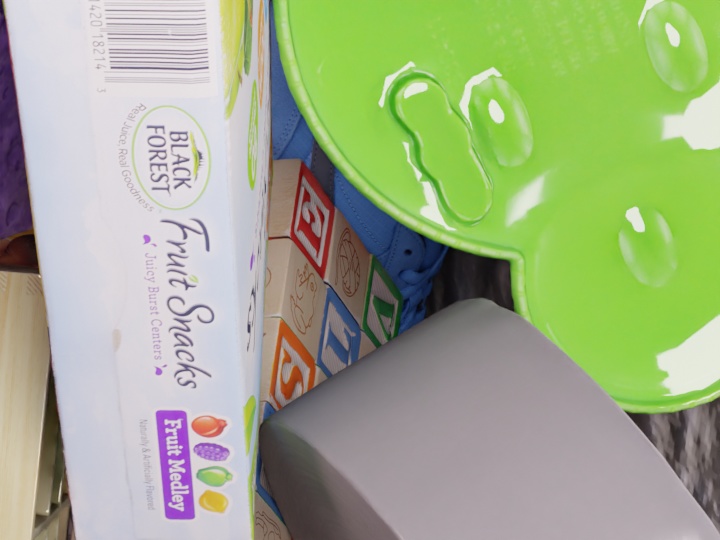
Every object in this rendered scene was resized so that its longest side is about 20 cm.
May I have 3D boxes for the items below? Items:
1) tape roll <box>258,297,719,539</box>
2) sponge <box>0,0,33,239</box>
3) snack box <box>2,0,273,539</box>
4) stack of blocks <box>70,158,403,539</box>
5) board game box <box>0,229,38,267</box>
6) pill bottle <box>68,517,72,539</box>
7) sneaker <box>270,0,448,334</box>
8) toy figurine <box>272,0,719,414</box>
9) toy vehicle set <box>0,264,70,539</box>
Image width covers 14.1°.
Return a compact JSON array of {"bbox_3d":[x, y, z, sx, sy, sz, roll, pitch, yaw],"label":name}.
[{"bbox_3d":[0.054,0.107,0.777,0.200,0.066,0.200,53,166,19],"label":"tape roll"},{"bbox_3d":[-0.092,-0.065,0.801,0.030,0.200,0.112,26,115,24],"label":"sponge"},{"bbox_3d":[-0.050,-0.049,0.722,0.142,0.053,0.200,-87,-3,-45],"label":"snack box"},{"bbox_3d":[-0.034,0.081,0.890,0.115,0.059,0.200,54,-144,-52],"label":"stack of blocks"},{"bbox_3d":[-0.126,0.009,1.065,0.134,0.200,0.045,-55,-16,-52],"label":"board game box"},{"bbox_3d":[-0.112,0.133,1.086,0.116,0.200,0.116,173,90,-74],"label":"pill bottle"},{"bbox_3d":[0.000,0.000,0.989,0.066,0.078,0.200,-58,-34,-51],"label":"sneaker"},{"bbox_3d":[0.044,-0.073,0.851,0.184,0.150,0.200,-129,15,-73],"label":"toy figurine"},{"bbox_3d":[-0.101,0.098,0.798,0.124,0.026,0.200,-114,30,-89],"label":"toy vehicle set"}]
